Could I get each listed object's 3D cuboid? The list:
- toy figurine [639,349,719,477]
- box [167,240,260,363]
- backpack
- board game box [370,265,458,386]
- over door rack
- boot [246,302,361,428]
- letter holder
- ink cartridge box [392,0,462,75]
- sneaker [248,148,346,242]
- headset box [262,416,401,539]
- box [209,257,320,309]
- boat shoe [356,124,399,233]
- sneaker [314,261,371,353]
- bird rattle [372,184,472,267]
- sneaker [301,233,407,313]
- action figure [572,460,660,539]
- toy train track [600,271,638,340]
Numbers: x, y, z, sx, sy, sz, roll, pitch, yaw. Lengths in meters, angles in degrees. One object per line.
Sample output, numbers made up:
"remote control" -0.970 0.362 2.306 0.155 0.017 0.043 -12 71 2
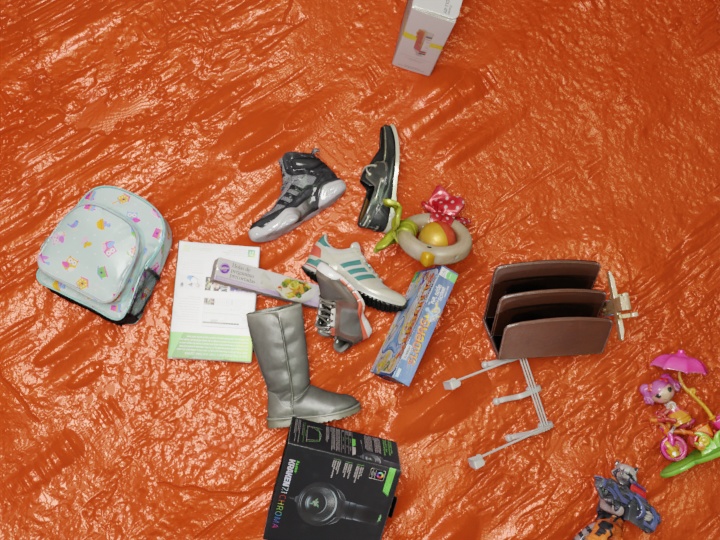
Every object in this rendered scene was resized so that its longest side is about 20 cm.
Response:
"toy figurine" 0.586 0.245 1.158 0.199 0.150 0.186 -33 72 13
"box" -0.251 0.055 1.100 0.142 0.036 0.204 5 80 -7
"backpack" -0.408 -0.035 1.036 0.174 0.154 0.202 25 72 2
"board game box" 0.090 0.093 1.088 0.034 0.135 0.202 28 78 -11
"over door rack" 0.236 0.237 1.114 0.197 0.066 0.150 -15 83 -31
"boot" -0.096 0.157 1.081 0.178 0.073 0.204 -6 85 -9
"letter holder" 0.330 0.065 1.108 0.196 0.144 0.101 -2 38 -8
"ink cartridge box" 0.126 -0.471 1.146 0.082 0.200 0.148 15 79 -5
"sneaker" -0.131 -0.138 1.127 0.199 0.075 0.115 -33 86 -17
"headset box" -0.040 0.355 1.026 0.197 0.093 0.177 15 102 -6
"box" -0.155 0.024 1.087 0.197 0.041 0.039 16 76 -21
"boat shoe" 0.033 -0.171 1.153 0.066 0.072 0.204 8 82 -10
"sneaker" -0.040 0.073 1.050 0.082 0.201 0.077 -41 47 -17
"bird rattle" 0.122 -0.061 1.097 0.197 0.114 0.163 -6 39 -33
"sneaker" 0.000 0.000 1.116 0.197 0.070 0.095 23 75 8
"action figure" 0.422 0.418 1.105 0.200 0.104 0.195 43 72 -25
"toy train track" 0.450 0.063 1.110 0.032 0.200 0.117 -9 81 9
